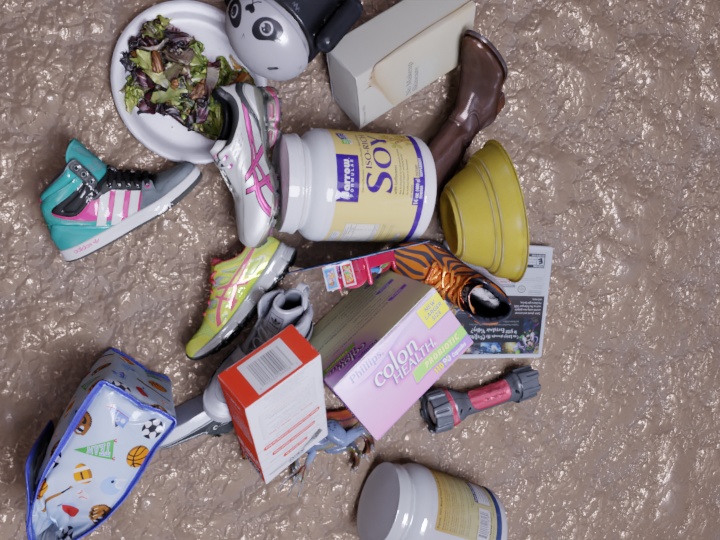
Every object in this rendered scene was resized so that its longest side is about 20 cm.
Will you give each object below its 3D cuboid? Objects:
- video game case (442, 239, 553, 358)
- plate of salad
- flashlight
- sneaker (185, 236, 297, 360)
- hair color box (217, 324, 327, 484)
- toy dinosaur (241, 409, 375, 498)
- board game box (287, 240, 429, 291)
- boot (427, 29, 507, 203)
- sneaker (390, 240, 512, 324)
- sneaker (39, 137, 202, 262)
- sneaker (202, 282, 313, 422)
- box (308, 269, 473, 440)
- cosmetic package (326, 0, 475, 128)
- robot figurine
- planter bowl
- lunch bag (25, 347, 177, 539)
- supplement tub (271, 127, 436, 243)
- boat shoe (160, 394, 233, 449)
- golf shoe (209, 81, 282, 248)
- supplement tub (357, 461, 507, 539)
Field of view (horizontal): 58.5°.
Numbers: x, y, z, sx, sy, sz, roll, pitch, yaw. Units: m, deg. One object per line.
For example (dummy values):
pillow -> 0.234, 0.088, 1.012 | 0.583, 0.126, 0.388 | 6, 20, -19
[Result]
video game case -> 0.213, 0.048, 1.029 | 0.196, 0.023, 0.186 | 2, 97, -21
plate of salad -> -0.213, -0.239, 0.817 | 0.196, 0.048, 0.205 | -3, 100, -19
flashlight -> 0.193, 0.198, 1.019 | 0.196, 0.068, 0.069 | -15, 107, -16
sneaker -> -0.176, 0.029, 0.862 | 0.090, 0.078, 0.201 | 38, 83, -1
hair color box -> -0.104, 0.173, 0.810 | 0.110, 0.064, 0.202 | -33, 145, -26
toy dinosaur -> -0.077, 0.244, 0.943 | 0.179, 0.105, 0.203 | 23, 55, -12
board game box -> 0.000, 0.000, 0.868 | 0.196, 0.158, 0.040 | -13, 92, -18
boot -> 0.125, -0.203, 0.899 | 0.201, 0.064, 0.187 | -52, 149, -5
sneaker -> 0.134, 0.014, 0.925 | 0.196, 0.112, 0.079 | 22, 96, -1
sneaker -> -0.305, -0.112, 0.787 | 0.198, 0.083, 0.122 | -33, 117, -12
sneaker -> -0.130, 0.098, 0.831 | 0.075, 0.116, 0.200 | 35, 58, 12
box -> 0.023, 0.100, 0.871 | 0.176, 0.200, 0.097 | -43, 109, -10
cosmetic package -> 0.055, -0.295, 0.869 | 0.199, 0.104, 0.073 | -36, 67, -12
robot figurine -> -0.083, -0.335, 0.800 | 0.125, 0.149, 0.202 | 42, 75, -27
planter bowl -> 0.162, -0.075, 0.905 | 0.082, 0.201, 0.205 | -11, 102, -4
lunch bag -> -0.324, 0.215, 0.776 | 0.123, 0.170, 0.202 | 33, 87, -18
supplement tub -> -0.013, -0.111, 0.856 | 0.196, 0.145, 0.149 | 0, 98, -20
boat shoe -> -0.189, 0.195, 0.879 | 0.197, 0.068, 0.058 | -27, 106, -17
golf shoe -> -0.150, -0.130, 0.805 | 0.091, 0.072, 0.205 | -3, 97, -34
supplement tub -> 0.107, 0.379, 0.972 | 0.197, 0.144, 0.147 | 25, 89, -21
